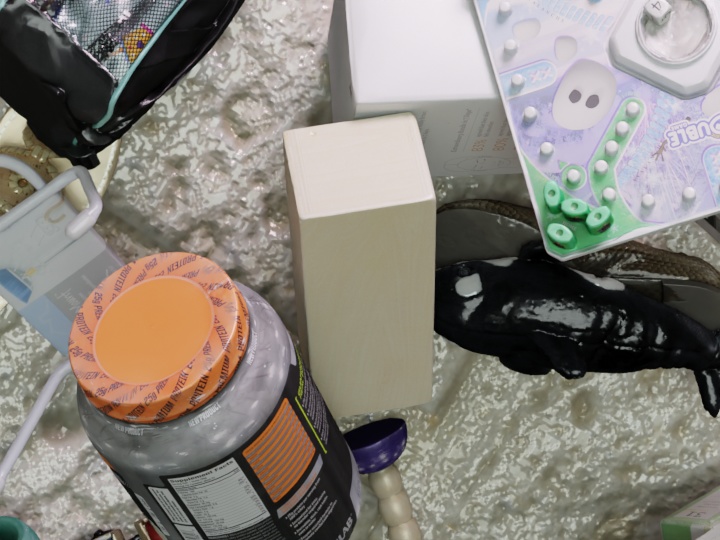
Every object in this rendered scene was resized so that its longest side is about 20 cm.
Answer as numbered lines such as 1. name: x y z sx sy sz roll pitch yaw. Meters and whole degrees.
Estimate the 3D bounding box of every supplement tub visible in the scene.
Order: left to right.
1. supplement tub: -0.081 0.087 1.049 0.122 0.123 0.201 -27 139 -2

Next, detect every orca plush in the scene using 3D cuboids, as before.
1. orca plush: 0.131 0.052 1.142 0.199 0.071 0.105 24 129 -12

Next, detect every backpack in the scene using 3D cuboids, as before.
1. backpack: -0.131 -0.179 1.048 0.153 0.176 0.200 46 76 -3

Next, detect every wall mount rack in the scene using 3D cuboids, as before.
1. wall mount rack: -0.190 0.036 1.082 0.173 0.075 0.200 -35 131 4

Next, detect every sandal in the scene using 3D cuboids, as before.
1. sandal: -0.208 -0.028 1.113 0.077 0.070 0.212 35 93 -10

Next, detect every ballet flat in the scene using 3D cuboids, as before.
1. ballet flat: 0.136 -0.006 1.172 0.198 0.047 0.068 14 130 -3

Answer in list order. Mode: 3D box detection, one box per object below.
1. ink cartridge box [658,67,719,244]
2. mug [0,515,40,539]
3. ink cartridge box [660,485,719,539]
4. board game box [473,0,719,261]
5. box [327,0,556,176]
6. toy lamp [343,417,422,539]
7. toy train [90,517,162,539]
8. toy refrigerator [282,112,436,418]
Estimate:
1. ink cartridge box: 0.236 -0.076 1.086 0.067 0.200 0.116 44 92 14
2. mug: -0.263 0.236 1.092 0.113 0.185 0.154 0 98 26
3. ink cartridge box: 0.210 0.222 1.150 0.199 0.048 0.147 -19 103 -43
4. board game box: 0.166 -0.129 0.993 0.198 0.026 0.202 -17 76 8
5. box: 0.085 -0.121 1.093 0.198 0.124 0.098 -3 73 -6
6. toy lamp: 0.039 0.194 1.179 0.058 0.058 0.201 -22 101 -3
7. toy train: -0.111 0.159 1.162 0.199 0.046 0.034 -24 100 -3
8. toy refrigerator: 0.000 0.000 1.084 0.075 0.070 0.201 -9 144 -5
